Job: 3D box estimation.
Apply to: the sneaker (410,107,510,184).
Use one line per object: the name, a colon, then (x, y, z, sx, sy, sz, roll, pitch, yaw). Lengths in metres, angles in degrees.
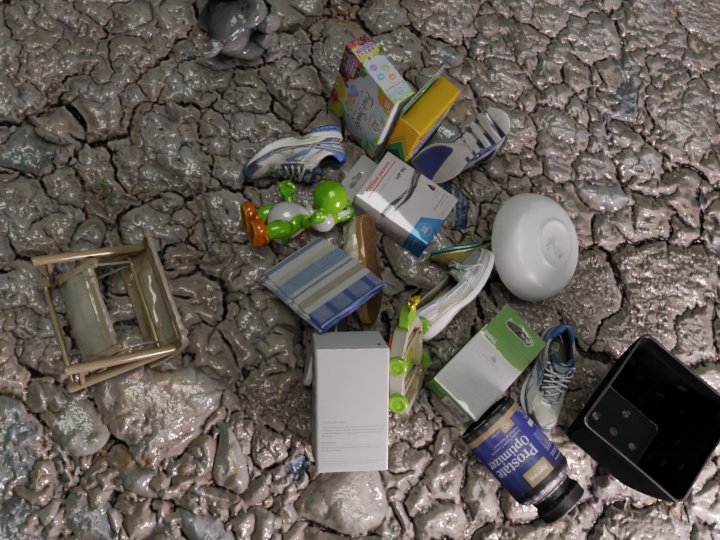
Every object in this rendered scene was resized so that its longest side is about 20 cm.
sneaker: (0.203, -0.221, 1.605, 0.199, 0.115, 0.081, -32, 76, 11)

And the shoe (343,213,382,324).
shoe: (0.000, 0.000, 1.505, 0.053, 0.070, 0.201, -11, 72, 28)

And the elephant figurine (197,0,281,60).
elephant figurine: (-0.251, -0.502, 1.604, 0.141, 0.155, 0.200, -43, 67, 22)

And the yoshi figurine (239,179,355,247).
yoshi figurine: (-0.104, -0.110, 1.477, 0.199, 0.112, 0.113, -13, 90, -19)

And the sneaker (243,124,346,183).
sneaker: (-0.114, -0.197, 1.530, 0.199, 0.077, 0.085, -22, 80, -17)

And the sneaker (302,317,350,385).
sneaker: (-0.029, 0.113, 1.452, 0.099, 0.071, 0.201, 17, 72, -9)

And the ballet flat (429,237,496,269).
ballet flat: (0.226, -0.029, 1.551, 0.199, 0.071, 0.071, -16, 75, -15)

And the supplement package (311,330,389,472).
supplement package: (-0.019, 0.206, 1.349, 0.116, 0.117, 0.201, 0, 99, -6)

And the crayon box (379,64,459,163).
crayon box: (0.109, -0.270, 1.536, 0.052, 0.200, 0.126, 40, 69, 4)

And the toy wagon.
toy wagon: (0.078, 0.133, 1.395, 0.039, 0.201, 0.155, 5, 25, 18)

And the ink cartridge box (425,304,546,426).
ink cartridge box: (0.221, 0.166, 1.482, 0.104, 0.059, 0.200, 45, 69, 6)

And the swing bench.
swing bench: (-0.403, 0.064, 1.366, 0.199, 0.130, 0.199, -16, 74, -21)

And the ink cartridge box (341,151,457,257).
ink cartridge box: (0.062, -0.133, 1.551, 0.200, 0.068, 0.116, 34, 68, 3)

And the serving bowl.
serving bowl: (0.330, -0.045, 1.528, 0.200, 0.066, 0.201, 4, 84, -36)

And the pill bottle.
pill bottle: (0.274, 0.318, 1.411, 0.112, 0.112, 0.200, -39, 82, -20)

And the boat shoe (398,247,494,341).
boat shoe: (0.155, 0.034, 1.482, 0.065, 0.074, 0.202, 43, 92, -17)

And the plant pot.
plant pot: (0.471, 0.261, 1.434, 0.200, 0.177, 0.200, 40, 69, 5)

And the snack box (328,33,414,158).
snack box: (0.016, -0.312, 1.533, 0.053, 0.200, 0.142, -35, 80, -20)

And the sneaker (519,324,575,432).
sneaker: (0.336, 0.183, 1.484, 0.077, 0.085, 0.201, 15, 70, -5)

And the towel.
towel: (-0.068, 0.021, 1.439, 0.147, 0.024, 0.200, -36, 43, -19)
